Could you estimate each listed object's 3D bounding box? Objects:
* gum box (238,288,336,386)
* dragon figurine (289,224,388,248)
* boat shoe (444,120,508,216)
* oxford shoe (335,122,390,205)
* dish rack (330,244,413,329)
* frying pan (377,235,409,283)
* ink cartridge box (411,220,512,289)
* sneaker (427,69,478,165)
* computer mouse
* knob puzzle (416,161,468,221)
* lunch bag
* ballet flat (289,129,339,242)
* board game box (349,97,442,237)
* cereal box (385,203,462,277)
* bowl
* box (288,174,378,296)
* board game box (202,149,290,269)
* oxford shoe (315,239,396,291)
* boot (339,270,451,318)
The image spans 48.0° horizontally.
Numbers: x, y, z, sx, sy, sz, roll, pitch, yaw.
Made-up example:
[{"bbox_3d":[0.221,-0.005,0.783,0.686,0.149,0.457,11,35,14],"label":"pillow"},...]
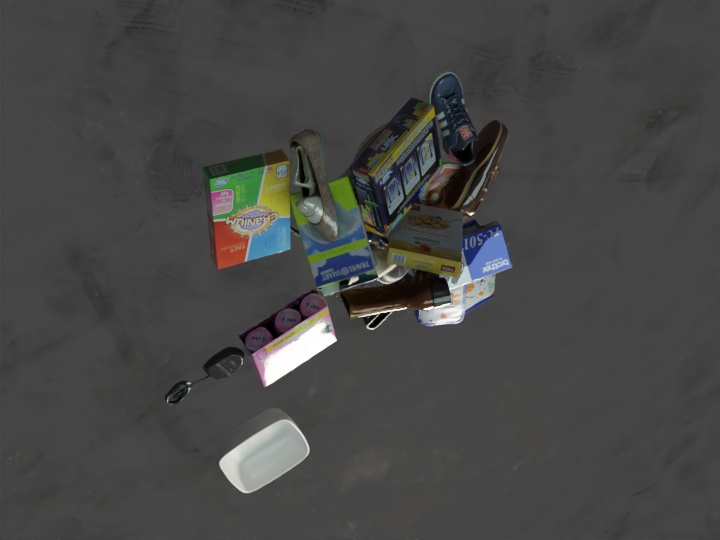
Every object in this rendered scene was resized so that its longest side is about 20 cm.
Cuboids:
[{"bbox_3d":[-0.146,0.138,1.694,0.198,0.066,0.115,-32,140,-18],"label":"gum box"},{"bbox_3d":[-0.045,-0.072,1.572,0.101,0.197,0.059,-61,175,-15],"label":"dragon figurine"},{"bbox_3d":[0.246,-0.205,1.648,0.069,0.071,0.202,19,111,-29],"label":"boat shoe"},{"bbox_3d":[0.012,-0.188,1.528,0.075,0.058,0.201,29,106,-42],"label":"oxford shoe"},{"bbox_3d":[0.014,0.027,1.727,0.154,0.055,0.199,-46,137,9],"label":"dish rack"},{"bbox_3d":[0.071,-0.063,1.668,0.113,0.031,0.195,-14,115,-37],"label":"frying pan"},{"bbox_3d":[0.202,-0.022,1.653,0.196,0.044,0.096,-19,104,2],"label":"ink cartridge box"},{"bbox_3d":[0.184,-0.284,1.535,0.074,0.085,0.202,-30,138,-5],"label":"sneaker"},{"bbox_3d":[-0.328,0.218,1.691,0.197,0.034,0.059,-31,137,4],"label":"computer mouse"},{"bbox_3d":[0.183,-0.142,1.706,0.215,0.031,0.223,-19,135,-19],"label":"knob puzzle"},{"bbox_3d":[0.204,0.017,1.779,0.197,0.124,0.173,-27,138,-23],"label":"lunch bag"},{"bbox_3d":[-0.089,-0.145,1.430,0.066,0.067,0.205,-16,95,-42],"label":"ballet flat"},{"bbox_3d":[0.071,-0.191,1.504,0.201,0.056,0.167,-50,146,-25],"label":"board game box"},{"bbox_3d":[0.127,-0.066,1.572,0.140,0.201,0.040,11,123,0],"label":"cereal box"},{"bbox_3d":[-0.232,0.412,1.895,0.197,0.075,0.202,-31,138,-6],"label":"bowl"},{"bbox_3d":[-0.048,-0.061,1.503,0.119,0.048,0.204,-17,98,6],"label":"box"},{"bbox_3d":[-0.202,-0.109,1.465,0.150,0.041,0.203,-17,135,-21],"label":"board game box"},{"bbox_3d":[0.000,0.000,1.616,0.197,0.075,0.072,-25,99,14],"label":"oxford shoe"},{"bbox_3d":[0.059,0.043,1.537,0.195,0.189,0.070,-10,113,-3],"label":"boot"}]
